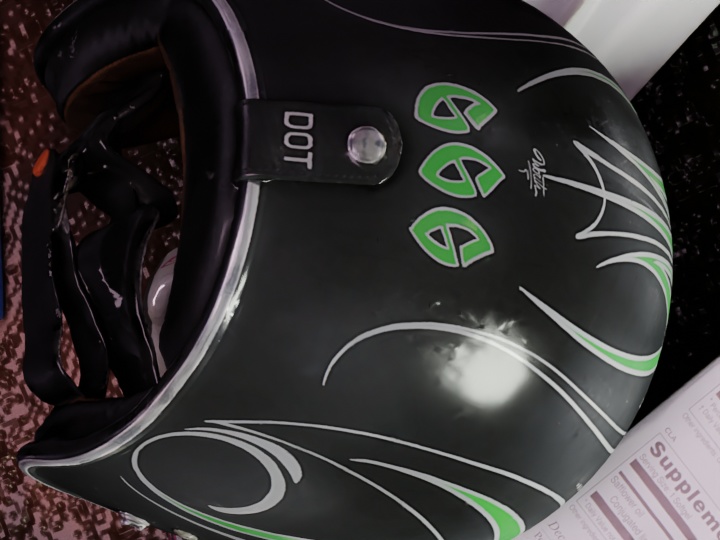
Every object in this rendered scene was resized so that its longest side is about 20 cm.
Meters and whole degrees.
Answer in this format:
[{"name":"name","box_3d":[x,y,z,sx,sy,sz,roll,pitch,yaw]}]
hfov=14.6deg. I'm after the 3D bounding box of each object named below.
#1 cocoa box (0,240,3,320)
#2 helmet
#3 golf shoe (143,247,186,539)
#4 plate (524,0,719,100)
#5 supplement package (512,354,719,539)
[{"name":"cocoa box","box_3d":[-0.243,-0.037,1.001,0.199,0.133,0.132,-1,93,17]},{"name":"helmet","box_3d":[0.000,0.000,0.846,0.200,0.190,0.201,-22,62,50]},{"name":"golf shoe","box_3d":[-0.043,0.087,0.973,0.077,0.088,0.201,-13,90,15]},{"name":"plate","box_3d":[0.006,-0.111,0.935,0.200,0.032,0.200,47,129,9]},{"name":"supplement package","box_3d":[0.125,0.092,0.909,0.200,0.114,0.110,-40,82,13]}]
